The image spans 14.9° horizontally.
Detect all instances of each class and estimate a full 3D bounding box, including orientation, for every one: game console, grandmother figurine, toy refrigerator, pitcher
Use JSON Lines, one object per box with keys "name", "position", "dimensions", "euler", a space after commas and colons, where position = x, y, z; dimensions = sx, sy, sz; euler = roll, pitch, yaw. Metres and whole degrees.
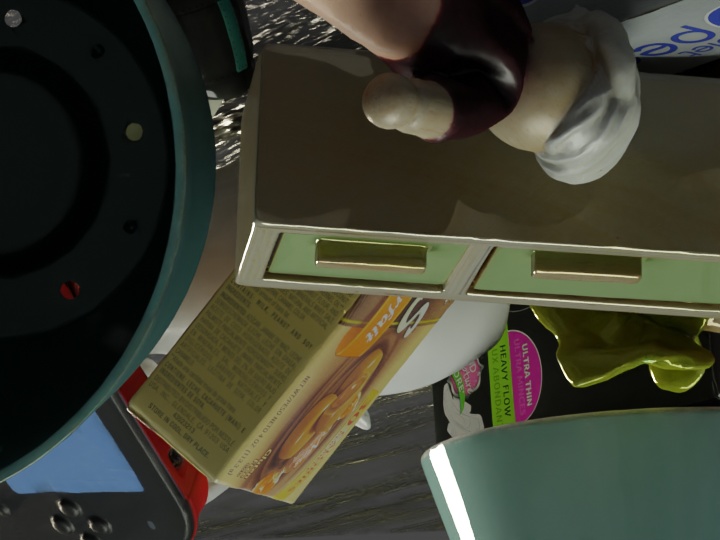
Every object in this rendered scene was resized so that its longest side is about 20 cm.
{"name": "game console", "position": [-0.170, 0.048, 1.174], "dimensions": [0.176, 0.031, 0.200], "euler": [-7, 127, 31]}
{"name": "grandmother figurine", "position": [0.012, -0.086, 0.829], "dimensions": [0.060, 0.122, 0.200], "euler": [-20, 141, 42]}
{"name": "toy refrigerator", "position": [0.060, -0.025, 0.931], "dimensions": [0.199, 0.070, 0.076], "euler": [5, 163, -7]}
{"name": "pitcher", "position": [-0.035, 0.024, 1.252], "dimensions": [0.199, 0.173, 0.121], "euler": [-3, 176, -10]}

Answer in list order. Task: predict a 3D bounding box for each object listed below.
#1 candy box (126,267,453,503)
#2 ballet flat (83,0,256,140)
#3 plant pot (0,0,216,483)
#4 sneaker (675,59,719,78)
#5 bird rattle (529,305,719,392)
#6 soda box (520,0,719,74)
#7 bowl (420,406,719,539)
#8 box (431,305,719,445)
{"name": "candy box", "position": [0.000, 0.000, 1.136], "dimensions": [0.055, 0.200, 0.115], "euler": [38, -178, 16]}
{"name": "ballet flat", "position": [-0.101, -0.061, 1.008], "dimensions": [0.068, 0.069, 0.200], "euler": [-34, -173, -32]}
{"name": "plant pot", "position": [-0.134, -0.033, 0.863], "dimensions": [0.200, 0.202, 0.161], "euler": [-7, -178, 10]}
{"name": "sneaker", "position": [0.109, -0.079, 0.995], "dimensions": [0.199, 0.071, 0.076], "euler": [-18, -150, 16]}
{"name": "bird rattle", "position": [0.167, -0.021, 1.144], "dimensions": [0.199, 0.164, 0.113], "euler": [-10, -169, 21]}
{"name": "soda box", "position": [0.101, -0.107, 0.904], "dimensions": [0.063, 0.069, 0.200], "euler": [8, 163, -41]}
{"name": "bowl", "position": [0.131, 0.132, 1.294], "dimensions": [0.200, 0.106, 0.201], "euler": [-3, 166, -1]}
{"name": "box", "position": [0.139, 0.010, 1.336], "dimensions": [0.124, 0.149, 0.200], "euler": [5, 166, -39]}
